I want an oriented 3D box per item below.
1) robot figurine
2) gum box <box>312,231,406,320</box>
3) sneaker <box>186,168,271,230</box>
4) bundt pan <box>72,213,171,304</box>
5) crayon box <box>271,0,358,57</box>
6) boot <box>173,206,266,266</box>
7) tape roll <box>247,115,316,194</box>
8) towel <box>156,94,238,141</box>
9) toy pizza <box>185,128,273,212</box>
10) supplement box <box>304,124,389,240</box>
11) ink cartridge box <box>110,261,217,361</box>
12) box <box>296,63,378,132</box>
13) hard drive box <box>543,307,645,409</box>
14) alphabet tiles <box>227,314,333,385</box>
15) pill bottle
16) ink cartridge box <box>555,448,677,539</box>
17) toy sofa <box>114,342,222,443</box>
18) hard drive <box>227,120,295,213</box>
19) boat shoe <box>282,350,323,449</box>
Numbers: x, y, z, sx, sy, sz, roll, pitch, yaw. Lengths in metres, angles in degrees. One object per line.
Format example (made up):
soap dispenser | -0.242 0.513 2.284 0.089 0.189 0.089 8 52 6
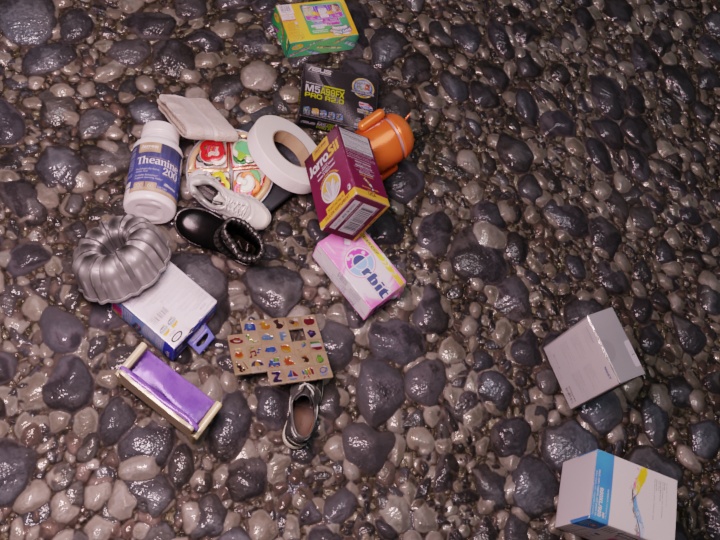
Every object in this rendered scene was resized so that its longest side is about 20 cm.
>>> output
robot figurine | 0.045 -0.294 1.798 0.198 0.116 0.146 -31 94 -13
gum box | 0.000 0.000 1.682 0.113 0.066 0.201 -35 79 -27
sneaker | -0.281 -0.142 1.615 0.197 0.081 0.076 27 95 -16
bundt pan | -0.477 -0.035 1.485 0.197 0.077 0.205 -10 44 9
crayon box | -0.115 -0.622 1.942 0.196 0.058 0.121 -14 71 -23
boot | -0.291 -0.077 1.564 0.207 0.158 0.081 23 84 -7
tape roll | -0.165 -0.264 1.717 0.200 0.037 0.206 29 38 -25
towel | -0.363 -0.340 1.677 0.130 0.035 0.200 -3 35 -38
toy pizza | -0.288 -0.224 1.679 0.195 0.032 0.205 2 74 -6
supplement box | -0.032 -0.190 1.645 0.102 0.131 0.203 15 45 -38
ink cartridge box | -0.381 0.080 1.517 0.199 0.077 0.137 38 60 4
box | -0.056 -0.415 1.873 0.195 0.044 0.164 11 63 -13
hard drive box | 0.511 0.198 1.679 0.075 0.201 0.159 -14 71 -22
alphabet tiles | -0.169 0.164 1.554 0.195 0.008 0.169 -4 47 -19
pill bottle | -0.437 -0.212 1.615 0.108 0.111 0.204 8 62 -14
ink cartridge box | 0.534 0.488 1.581 0.196 0.148 0.147 21 61 -6
toy sofa | -0.364 0.230 1.441 0.198 0.098 0.083 37 61 3
hard drive | -0.232 -0.234 1.737 0.200 0.033 0.139 46 61 7
boat shoe | -0.108 0.254 1.531 0.070 0.068 0.204 15 59 -9
